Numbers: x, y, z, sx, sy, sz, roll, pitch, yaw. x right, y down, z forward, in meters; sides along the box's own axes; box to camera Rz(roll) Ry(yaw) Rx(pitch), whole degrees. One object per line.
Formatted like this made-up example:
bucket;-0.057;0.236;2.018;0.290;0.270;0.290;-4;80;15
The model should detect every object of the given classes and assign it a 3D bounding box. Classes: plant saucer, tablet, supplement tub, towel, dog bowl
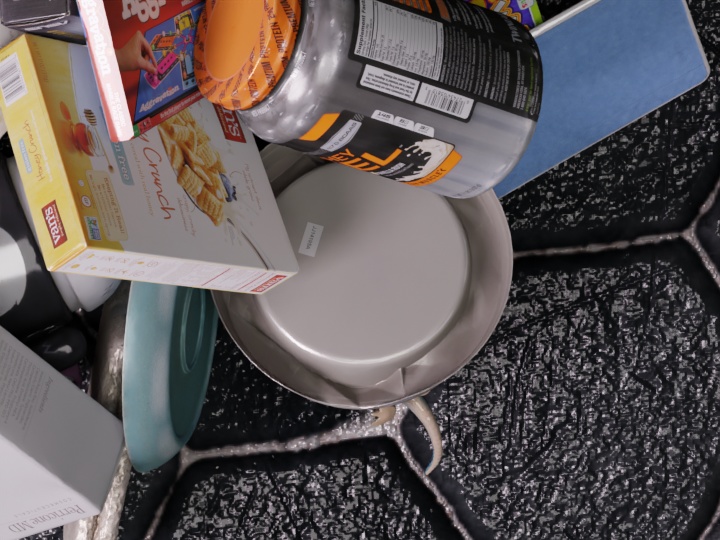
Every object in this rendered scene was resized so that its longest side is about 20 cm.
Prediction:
plant saucer;-0.119;0.033;1.679;0.027;0.200;0.201;5;108;7
tablet;0.137;-0.125;1.749;0.200;0.014;0.130;-30;139;0
supplement tub;0.004;-0.125;1.600;0.199;0.123;0.123;15;105;-31
towel;-0.170;0.119;1.732;0.034;0.133;0.201;9;106;-10
dog bowl;0.000;0.000;1.697;0.199;0.059;0.201;0;71;1

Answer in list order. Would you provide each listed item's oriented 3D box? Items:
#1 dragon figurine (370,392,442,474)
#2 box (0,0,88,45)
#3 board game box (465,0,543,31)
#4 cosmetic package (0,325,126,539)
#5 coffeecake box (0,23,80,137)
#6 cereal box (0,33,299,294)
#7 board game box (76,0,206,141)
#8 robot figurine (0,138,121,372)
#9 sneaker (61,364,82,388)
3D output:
dragon figurine;0.001;0.054;1.784;0.059;0.099;0.200;-42;130;2
box;-0.168;-0.241;1.571;0.048;0.158;0.201;-6;87;22
board game box;0.036;-0.193;1.676;0.134;0.045;0.200;-27;136;-2
cosmetic package;-0.250;0.084;1.598;0.101;0.074;0.200;-20;130;38
coffeecake box;-0.261;-0.150;1.539;0.073;0.200;0.154;5;132;33
cereal box;-0.131;-0.062;1.582;0.039;0.144;0.200;-31;159;31
board game box;-0.116;-0.154;1.585;0.019;0.200;0.103;-8;104;23
robot figurine;-0.250;-0.007;1.678;0.199;0.125;0.151;-23;117;-3
sneaker;-0.279;0.110;1.742;0.199;0.081;0.089;-19;117;0
